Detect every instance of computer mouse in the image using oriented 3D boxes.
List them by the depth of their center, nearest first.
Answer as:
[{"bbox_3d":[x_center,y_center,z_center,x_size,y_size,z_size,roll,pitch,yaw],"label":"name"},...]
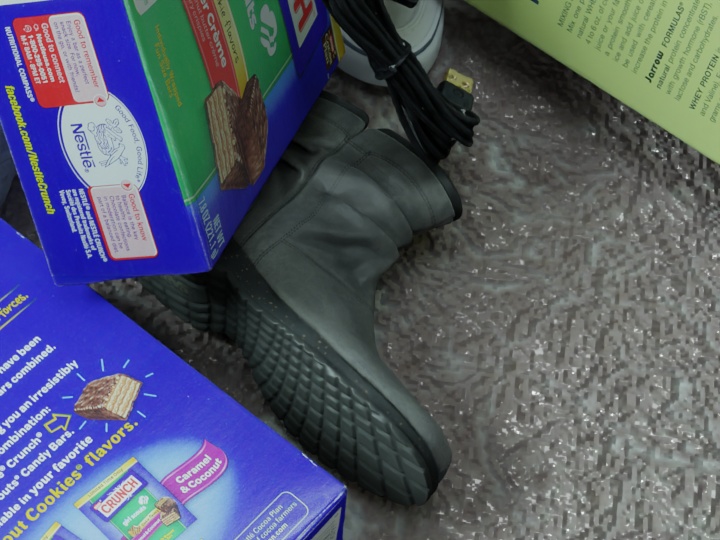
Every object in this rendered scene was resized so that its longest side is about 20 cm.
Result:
[{"bbox_3d":[0.029,-0.143,0.996,0.046,0.141,0.200,-19,37,19],"label":"computer mouse"}]

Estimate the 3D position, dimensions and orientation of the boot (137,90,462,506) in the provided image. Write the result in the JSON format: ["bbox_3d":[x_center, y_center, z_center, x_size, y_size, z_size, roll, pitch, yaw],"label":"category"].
[{"bbox_3d":[0.000,0.000,0.964,0.132,0.070,0.200,-33,65,-27],"label":"boot"}]

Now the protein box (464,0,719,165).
[{"bbox_3d":[0.171,-0.185,1.016,0.200,0.199,0.135,34,43,16],"label":"protein box"}]

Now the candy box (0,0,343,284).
[{"bbox_3d":[-0.082,-0.118,0.910,0.077,0.170,0.200,-4,30,19],"label":"candy box"}]

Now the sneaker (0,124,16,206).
[{"bbox_3d":[-0.231,-0.040,0.959,0.114,0.076,0.200,30,60,11],"label":"sneaker"}]

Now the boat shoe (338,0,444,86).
[{"bbox_3d":[0.002,-0.184,1.090,0.073,0.065,0.200,-5,57,-10],"label":"boat shoe"}]

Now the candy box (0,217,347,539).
[{"bbox_3d":[-0.134,0.097,0.878,0.200,0.077,0.169,38,61,17],"label":"candy box"}]
